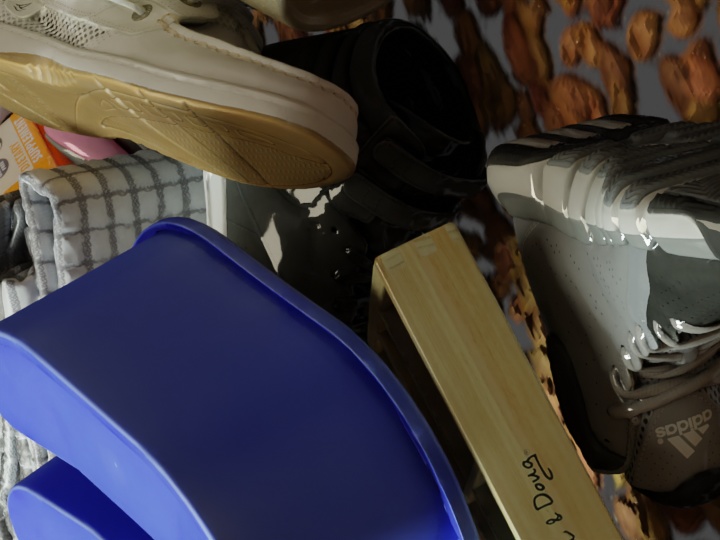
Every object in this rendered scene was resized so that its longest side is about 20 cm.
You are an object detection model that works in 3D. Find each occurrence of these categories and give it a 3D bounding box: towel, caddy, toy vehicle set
[{"bbox_3d":[-0.076,0.046,1.007,0.085,0.165,0.201,5,106,49],"label":"towel"},{"bbox_3d":[-0.036,0.068,0.814,0.200,0.105,0.142,35,141,43],"label":"caddy"},{"bbox_3d":[0.060,0.091,0.798,0.201,0.026,0.124,62,173,12],"label":"toy vehicle set"}]

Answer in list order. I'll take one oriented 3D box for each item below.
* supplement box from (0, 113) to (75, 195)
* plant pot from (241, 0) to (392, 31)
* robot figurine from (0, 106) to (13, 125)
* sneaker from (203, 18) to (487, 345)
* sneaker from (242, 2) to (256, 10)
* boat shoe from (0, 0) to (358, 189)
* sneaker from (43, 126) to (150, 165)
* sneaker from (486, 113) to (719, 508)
[{"bbox_3d":[-0.189,0.036,1.181,0.073,0.200,0.126,40,-169,-42],"label":"supplement box"},{"bbox_3d":[-0.049,-0.185,0.882,0.200,0.187,0.188,52,148,19],"label":"plant pot"},{"bbox_3d":[-0.202,-0.038,1.298,0.151,0.124,0.201,-108,23,-44],"label":"robot figurine"},{"bbox_3d":[0.000,0.000,0.904,0.099,0.071,0.201,-22,68,41],"label":"sneaker"},{"bbox_3d":[-0.085,-0.139,0.994,0.199,0.075,0.081,12,116,24],"label":"sneaker"},{"bbox_3d":[-0.070,-0.082,0.906,0.200,0.070,0.071,18,163,41],"label":"boat shoe"},{"bbox_3d":[-0.091,-0.084,1.139,0.095,0.079,0.200,-50,17,4],"label":"sneaker"},{"bbox_3d":[0.102,0.018,0.744,0.200,0.075,0.116,-154,52,-74],"label":"sneaker"}]
